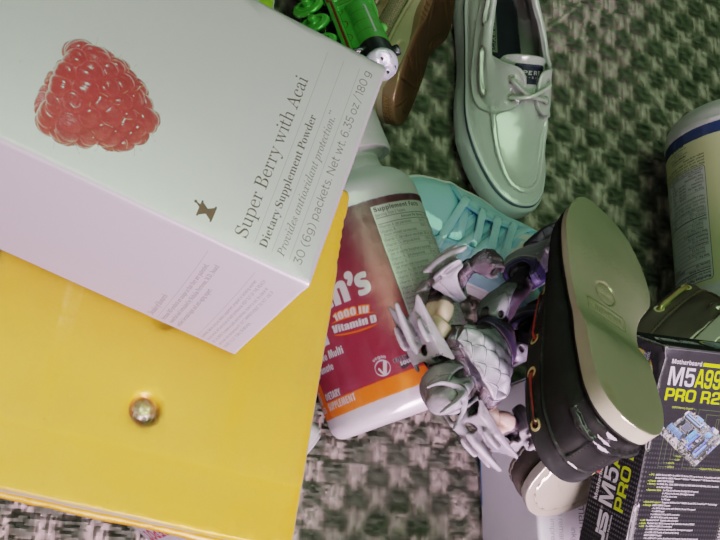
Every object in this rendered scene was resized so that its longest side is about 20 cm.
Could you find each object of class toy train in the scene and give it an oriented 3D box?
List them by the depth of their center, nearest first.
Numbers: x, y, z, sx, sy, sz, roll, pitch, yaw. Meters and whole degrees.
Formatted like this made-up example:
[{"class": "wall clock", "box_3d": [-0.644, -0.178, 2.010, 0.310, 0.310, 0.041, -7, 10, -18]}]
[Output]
[{"class": "toy train", "box_3d": [-0.014, -0.169, 0.823, 0.056, 0.200, 0.042, -23, 126, 4]}]

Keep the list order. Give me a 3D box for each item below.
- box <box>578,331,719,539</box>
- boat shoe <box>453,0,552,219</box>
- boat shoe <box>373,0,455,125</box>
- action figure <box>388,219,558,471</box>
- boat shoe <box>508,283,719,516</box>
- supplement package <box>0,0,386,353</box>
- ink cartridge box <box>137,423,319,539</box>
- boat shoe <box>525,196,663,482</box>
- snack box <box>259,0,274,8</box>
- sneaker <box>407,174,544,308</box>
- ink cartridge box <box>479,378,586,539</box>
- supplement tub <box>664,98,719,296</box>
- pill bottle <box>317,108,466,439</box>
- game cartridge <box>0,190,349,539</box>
[{"class": "box", "box_3d": [0.237, 0.128, 0.760, 0.199, 0.044, 0.162, 7, 96, -27]}, {"class": "boat shoe", "box_3d": [0.111, -0.142, 0.914, 0.073, 0.065, 0.202, -2, 75, -27]}, {"class": "boat shoe", "box_3d": [0.026, -0.188, 0.889, 0.064, 0.072, 0.201, 10, 47, 16]}, {"class": "action figure", "box_3d": [0.088, 0.037, 0.742, 0.200, 0.069, 0.131, -40, 111, -53]}, {"class": "boat shoe", "box_3d": [0.168, 0.080, 0.784, 0.200, 0.072, 0.059, -36, 47, -16]}, {"class": "supplement package", "box_3d": [-0.111, -0.066, 0.560, 0.199, 0.120, 0.122, 25, 65, -13]}, {"class": "ink cartridge box", "box_3d": [-0.139, 0.065, 0.696, 0.200, 0.145, 0.084, 44, 63, -5]}, {"class": "boat shoe", "box_3d": [0.126, 0.031, 0.694, 0.073, 0.063, 0.202, 34, 35, -20]}, {"class": "snack box", "box_3d": [-0.161, -0.178, 0.820, 0.199, 0.053, 0.143, 11, 71, -18]}, {"class": "sneaker", "box_3d": [0.109, -0.013, 0.867, 0.199, 0.082, 0.074, 32, 64, -11]}, {"class": "ink cartridge box", "box_3d": [0.190, 0.157, 0.848, 0.199, 0.084, 0.146, 6, 71, -21]}, {"class": "supplement tub", "box_3d": [0.310, -0.020, 0.918, 0.144, 0.145, 0.202, 6, 72, -21]}, {"class": "pill bottle", "box_3d": [0.000, 0.000, 0.802, 0.109, 0.110, 0.201, -16, 81, -26]}, {"class": "game cartridge", "box_3d": [-0.103, 0.028, 0.618, 0.175, 0.032, 0.201, 17, 66, -17]}]
